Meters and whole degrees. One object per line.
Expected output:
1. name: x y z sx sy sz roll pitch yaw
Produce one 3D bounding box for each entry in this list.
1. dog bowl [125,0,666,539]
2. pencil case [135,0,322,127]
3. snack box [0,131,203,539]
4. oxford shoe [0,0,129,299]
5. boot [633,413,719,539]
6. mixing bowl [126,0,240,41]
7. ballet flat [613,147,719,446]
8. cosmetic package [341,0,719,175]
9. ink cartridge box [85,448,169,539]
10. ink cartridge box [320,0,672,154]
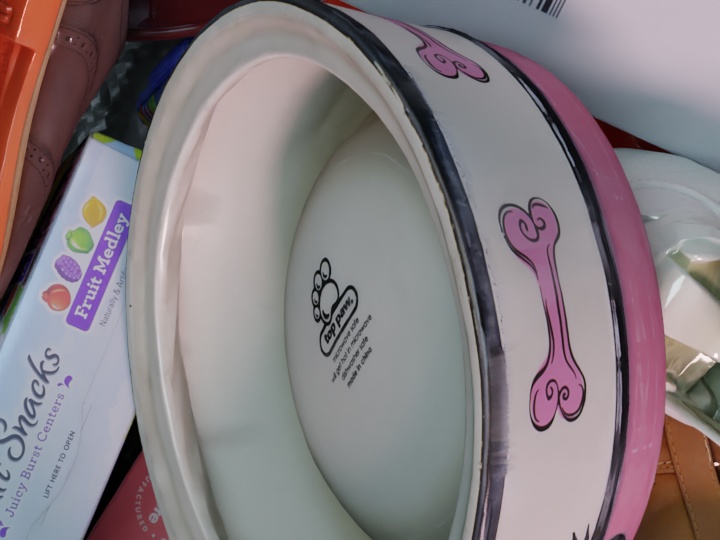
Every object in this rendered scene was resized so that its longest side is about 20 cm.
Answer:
1. dog bowl: 0.010 0.021 0.850 0.200 0.073 0.202 18 111 57
2. pencil case: 0.000 0.000 1.001 0.078 0.087 0.201 -41 73 34
3. snack box: -0.113 0.061 0.980 0.053 0.142 0.201 23 82 -8
4. oxford shoe: -0.108 -0.046 0.927 0.071 0.072 0.201 36 119 28
5. boot: 0.139 0.012 0.890 0.154 0.077 0.201 -5 88 21
6. mixing bowl: -0.075 -0.187 0.981 0.199 0.109 0.201 3 58 -5
7. ballet flat: 0.109 0.023 0.827 0.200 0.069 0.070 42 98 30
8. cosmetic package: 0.073 -0.166 0.875 0.198 0.123 0.201 25 62 0
9. ink cartridge box: -0.007 0.150 0.997 0.199 0.067 0.117 33 95 16
10. ink cartridge box: 0.108 -0.079 0.968 0.199 0.050 0.163 -30 76 -8
